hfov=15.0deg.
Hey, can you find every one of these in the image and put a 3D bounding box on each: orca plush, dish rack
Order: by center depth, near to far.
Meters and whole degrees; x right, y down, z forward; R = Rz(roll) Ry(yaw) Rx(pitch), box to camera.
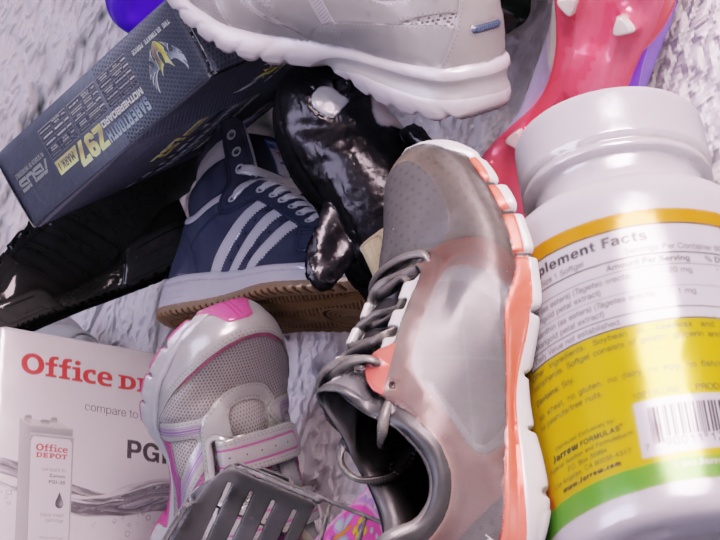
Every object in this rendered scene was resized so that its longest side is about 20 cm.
[{"bbox_3d":[-0.005,0.177,1.203,0.055,0.199,0.154,-76,10,-68],"label":"dish rack"},{"bbox_3d":[0.000,0.000,1.273,0.105,0.071,0.201,-2,110,58],"label":"orca plush"}]

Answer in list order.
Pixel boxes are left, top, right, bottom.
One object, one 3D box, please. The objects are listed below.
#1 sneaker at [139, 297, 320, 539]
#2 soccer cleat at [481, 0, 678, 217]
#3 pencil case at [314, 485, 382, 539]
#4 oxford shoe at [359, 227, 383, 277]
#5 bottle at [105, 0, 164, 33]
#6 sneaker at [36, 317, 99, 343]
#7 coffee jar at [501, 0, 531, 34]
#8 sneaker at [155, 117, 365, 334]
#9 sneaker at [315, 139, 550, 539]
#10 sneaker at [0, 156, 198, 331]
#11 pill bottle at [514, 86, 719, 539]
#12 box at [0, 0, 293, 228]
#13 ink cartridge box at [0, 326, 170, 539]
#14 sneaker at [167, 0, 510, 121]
[{"bbox_3d":[-0.058,0.109,1.395,0.088,0.081,0.201,37,135,44],"label":"sneaker"},{"bbox_3d":[0.103,-0.079,1.241,0.066,0.076,0.201,26,122,17],"label":"soccer cleat"},{"bbox_3d":[0.017,0.133,1.273,0.200,0.087,0.088,-51,41,36],"label":"pencil case"},{"bbox_3d":[0.044,0.063,1.174,0.074,0.070,0.201,-20,58,19],"label":"oxford shoe"},{"bbox_3d":[-0.099,-0.210,1.550,0.200,0.065,0.084,-86,20,-52],"label":"bottle"},{"bbox_3d":[-0.197,0.128,1.628,0.099,0.075,0.201,17,95,60],"label":"sneaker"},{"bbox_3d":[0.037,-0.219,1.340,0.085,0.104,0.201,-9,72,49],"label":"coffee jar"},{"bbox_3d":[-0.030,-0.026,1.418,0.200,0.070,0.109,-7,65,50],"label":"sneaker"},{"bbox_3d":[0.023,0.033,1.091,0.077,0.082,0.201,-48,42,50],"label":"sneaker"},{"bbox_3d":[-0.166,-0.030,1.556,0.105,0.199,0.060,67,160,4],"label":"sneaker"},{"bbox_3d":[0.117,0.030,1.120,0.111,0.111,0.201,-41,47,45],"label":"pill bottle"},{"bbox_3d":[-0.083,-0.104,1.447,0.200,0.157,0.051,-35,83,48],"label":"box"},{"bbox_3d":[-0.155,0.142,1.487,0.083,0.146,0.201,-26,59,54],"label":"ink cartridge box"},{"bbox_3d":[-0.008,-0.134,1.246,0.199,0.075,0.082,21,116,34],"label":"sneaker"}]
